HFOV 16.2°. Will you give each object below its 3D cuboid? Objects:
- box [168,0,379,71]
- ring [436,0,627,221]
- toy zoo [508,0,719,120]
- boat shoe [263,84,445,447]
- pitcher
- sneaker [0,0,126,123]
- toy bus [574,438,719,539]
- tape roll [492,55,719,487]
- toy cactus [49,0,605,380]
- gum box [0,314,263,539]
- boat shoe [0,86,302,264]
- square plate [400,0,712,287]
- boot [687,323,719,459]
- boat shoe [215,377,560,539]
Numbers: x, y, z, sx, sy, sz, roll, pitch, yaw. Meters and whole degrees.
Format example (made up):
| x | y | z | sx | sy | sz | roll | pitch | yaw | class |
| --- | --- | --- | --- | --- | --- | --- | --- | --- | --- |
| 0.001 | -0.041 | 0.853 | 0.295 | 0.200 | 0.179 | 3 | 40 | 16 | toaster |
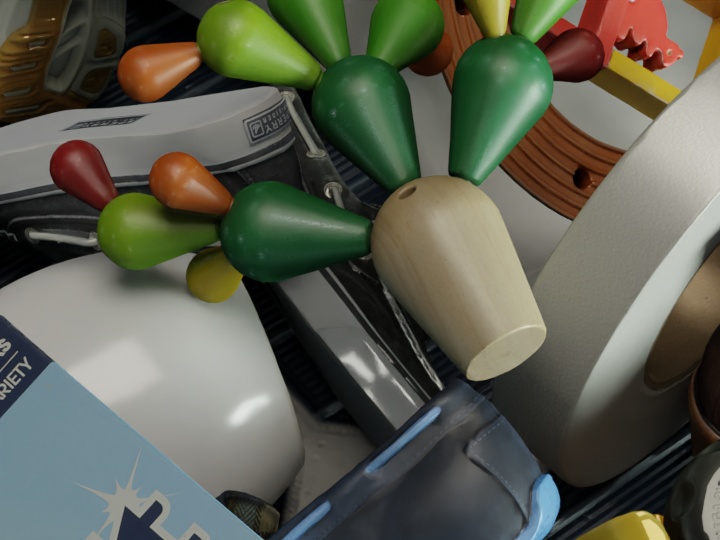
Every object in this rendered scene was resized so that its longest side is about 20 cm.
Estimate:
| x | y | z | sx | sy | sz | roll | pitch | yaw | class |
| --- | --- | --- | --- | --- | --- | --- | --- | --- | --- |
| -0.048 | -0.184 | 1.083 | 0.200 | 0.098 | 0.124 | 32 | 56 | 30 | box |
| 0.106 | -0.110 | 1.006 | 0.200 | 0.019 | 0.201 | 4 | 81 | -29 | ring |
| 0.109 | -0.141 | 1.034 | 0.200 | 0.020 | 0.131 | 29 | 70 | -23 | toy zoo |
| 0.001 | 0.001 | 0.995 | 0.068 | 0.074 | 0.199 | -32 | 52 | -6 | boat shoe |
| -0.117 | 0.092 | 0.911 | 0.200 | 0.121 | 0.172 | -21 | 82 | -8 | pitcher |
| -0.121 | -0.150 | 1.016 | 0.076 | 0.200 | 0.088 | -5 | 57 | -37 | sneaker |
| 0.185 | 0.148 | 0.877 | 0.200 | 0.136 | 0.192 | -16 | 70 | -17 | toy bus |
| 0.128 | -0.008 | 0.930 | 0.037 | 0.203 | 0.203 | 40 | 62 | 20 | tape roll |
| 0.007 | -0.033 | 0.860 | 0.200 | 0.102 | 0.165 | -26 | 66 | -8 | toy cactus |
| -0.099 | 0.137 | 0.786 | 0.200 | 0.045 | 0.170 | 37 | 81 | 29 | gum box |
| -0.103 | -0.026 | 0.987 | 0.200 | 0.068 | 0.072 | -5 | 17 | 35 | boat shoe |
| 0.100 | -0.083 | 1.086 | 0.200 | 0.028 | 0.198 | -18 | 58 | -15 | square plate |
| 0.212 | 0.002 | 0.946 | 0.200 | 0.166 | 0.072 | -29 | 63 | -23 | boot |
| -0.030 | 0.102 | 0.851 | 0.200 | 0.084 | 0.069 | -30 | 88 | 8 | boat shoe |
